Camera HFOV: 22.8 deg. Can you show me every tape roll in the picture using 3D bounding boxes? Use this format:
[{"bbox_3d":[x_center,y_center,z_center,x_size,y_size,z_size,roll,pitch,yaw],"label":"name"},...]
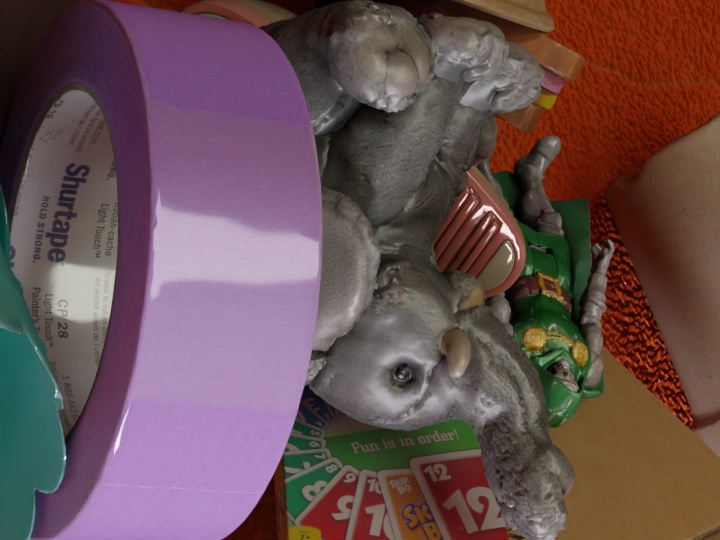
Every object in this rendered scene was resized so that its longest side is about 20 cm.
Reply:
[{"bbox_3d":[-0.086,0.002,0.672,0.065,0.200,0.202,7,74,-28],"label":"tape roll"}]

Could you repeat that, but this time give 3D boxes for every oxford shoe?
[{"bbox_3d":[0.004,-0.068,0.847,0.200,0.071,0.074,41,30,3],"label":"oxford shoe"}]

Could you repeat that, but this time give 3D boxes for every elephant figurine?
[{"bbox_3d":[0.000,0.000,0.727,0.140,0.155,0.202,8,85,-28],"label":"elephant figurine"}]

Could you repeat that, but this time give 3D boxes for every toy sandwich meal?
[{"bbox_3d":[0.010,-0.134,0.895,0.204,0.205,0.071,12,104,-37],"label":"toy sandwich meal"}]

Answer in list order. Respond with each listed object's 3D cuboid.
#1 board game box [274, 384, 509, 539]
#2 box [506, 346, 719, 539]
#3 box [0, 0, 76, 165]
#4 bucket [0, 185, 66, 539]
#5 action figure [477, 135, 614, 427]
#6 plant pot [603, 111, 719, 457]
[{"bbox_3d":[0.008,0.061,0.789,0.095,0.030,0.201,5,40,-11],"label":"board game box"},{"bbox_3d":[0.074,0.071,0.849,0.163,0.021,0.200,-14,48,-41],"label":"box"},{"bbox_3d":[-0.163,-0.118,0.762,0.074,0.100,0.201,17,62,11],"label":"box"},{"bbox_3d":[-0.208,0.027,0.621,0.206,0.208,0.135,14,37,-36],"label":"bucket"},{"bbox_3d":[0.085,0.002,0.886,0.117,0.055,0.201,14,39,-18],"label":"action figure"},{"bbox_3d":[0.242,-0.002,1.036,0.200,0.200,0.184,-25,83,-40],"label":"plant pot"}]
